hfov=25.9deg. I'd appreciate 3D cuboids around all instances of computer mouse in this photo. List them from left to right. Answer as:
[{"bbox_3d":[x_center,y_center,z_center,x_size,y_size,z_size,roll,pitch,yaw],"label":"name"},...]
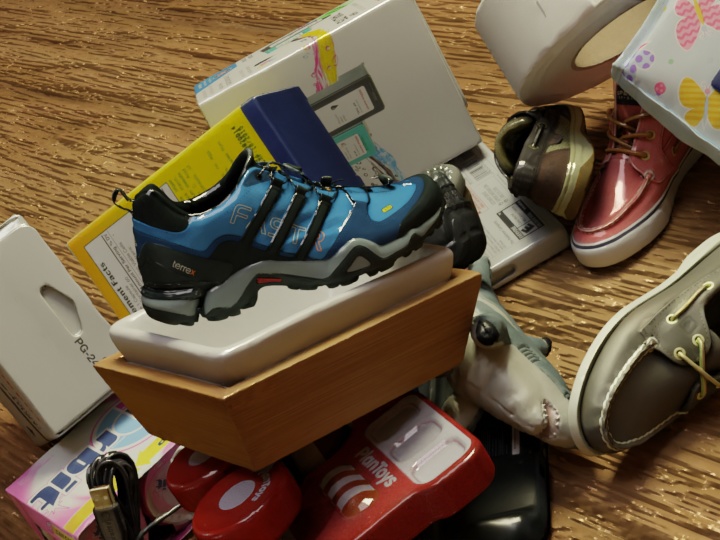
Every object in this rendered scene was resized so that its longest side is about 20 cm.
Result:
[{"bbox_3d":[-0.095,0.138,1.087,0.199,0.111,0.044,-30,18,-24],"label":"computer mouse"}]

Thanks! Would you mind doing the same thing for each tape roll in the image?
[{"bbox_3d":[0.187,-0.211,1.190,0.201,0.071,0.203,-29,-12,-7],"label":"tape roll"}]

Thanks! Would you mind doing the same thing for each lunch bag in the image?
[{"bbox_3d":[0.297,-0.151,1.092,0.200,0.127,0.169,-41,69,-19],"label":"lunch bag"}]

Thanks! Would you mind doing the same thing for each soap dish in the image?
[{"bbox_3d":[-0.042,0.047,0.971,0.199,0.082,0.157,-25,19,-33],"label":"soap dish"}]

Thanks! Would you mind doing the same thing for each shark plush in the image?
[{"bbox_3d":[0.092,0.056,1.047,0.082,0.092,0.200,9,16,-12],"label":"shark plush"}]

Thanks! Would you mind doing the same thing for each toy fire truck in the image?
[{"bbox_3d":[-0.017,0.134,0.968,0.167,0.113,0.200,-35,21,-8],"label":"toy fire truck"}]

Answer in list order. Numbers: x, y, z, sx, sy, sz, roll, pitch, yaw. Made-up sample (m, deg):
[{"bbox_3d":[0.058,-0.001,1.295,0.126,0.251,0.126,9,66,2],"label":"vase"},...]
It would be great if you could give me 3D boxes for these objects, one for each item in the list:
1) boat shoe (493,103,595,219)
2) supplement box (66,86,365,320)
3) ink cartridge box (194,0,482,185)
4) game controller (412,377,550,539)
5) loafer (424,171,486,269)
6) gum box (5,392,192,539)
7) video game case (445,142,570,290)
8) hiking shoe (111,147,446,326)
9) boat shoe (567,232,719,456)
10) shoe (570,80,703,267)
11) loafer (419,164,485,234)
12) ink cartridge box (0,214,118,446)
[{"bbox_3d":[0.137,-0.097,1.217,0.200,0.064,0.074,-99,29,-75],"label":"boat shoe"},{"bbox_3d":[-0.109,-0.040,1.225,0.199,0.109,0.109,-35,0,19],"label":"supplement box"},{"bbox_3d":[-0.023,-0.136,1.351,0.199,0.147,0.147,-29,14,-1],"label":"ink cartridge box"},{"bbox_3d":[0.071,0.122,1.021,0.103,0.042,0.201,-6,35,9],"label":"game controller"},{"bbox_3d":[0.000,0.000,1.113,0.200,0.071,0.068,-32,-12,30],"label":"loafer"},{"bbox_3d":[-0.154,0.139,1.146,0.200,0.066,0.113,-43,32,-23],"label":"gum box"},{"bbox_3d":[0.053,-0.022,1.266,0.181,0.023,0.200,-30,31,-2],"label":"video game case"},{"bbox_3d":[-0.041,-0.033,0.930,0.198,0.088,0.074,-18,16,-19],"label":"hiking shoe"},{"bbox_3d":[0.207,0.044,0.980,0.201,0.073,0.060,-41,27,-28],"label":"boat shoe"},{"bbox_3d":[0.205,-0.097,1.178,0.071,0.091,0.200,4,43,44],"label":"shoe"},{"bbox_3d":[0.012,-0.001,1.181,0.199,0.070,0.075,-31,23,31],"label":"loafer"},{"bbox_3d":[-0.256,0.053,1.213,0.083,0.146,0.200,-39,3,-17],"label":"ink cartridge box"}]
